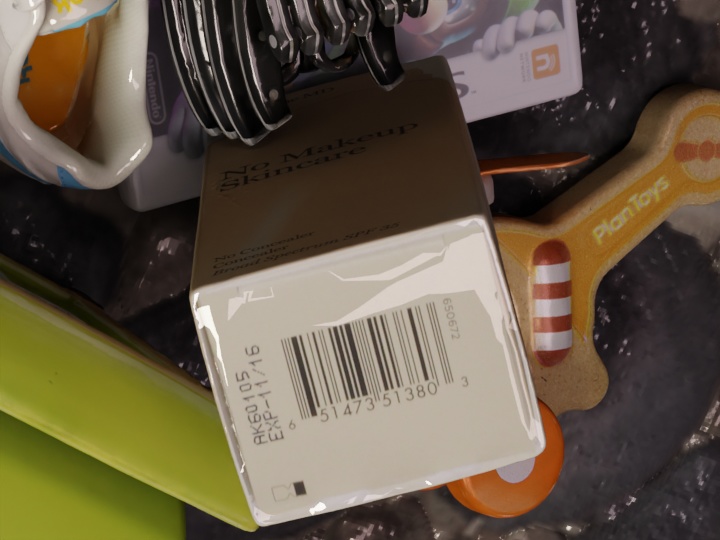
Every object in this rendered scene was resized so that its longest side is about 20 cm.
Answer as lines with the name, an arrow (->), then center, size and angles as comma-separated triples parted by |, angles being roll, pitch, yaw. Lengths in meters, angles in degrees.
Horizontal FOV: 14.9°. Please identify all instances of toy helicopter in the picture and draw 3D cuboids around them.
toy helicopter -> 0.066, -0.011, 1.032 | 0.200, 0.079, 0.133 | -38, 111, -19

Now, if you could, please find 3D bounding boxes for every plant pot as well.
plant pot -> -0.158, 0.077, 0.884 | 0.199, 0.199, 0.182 | 31, 89, -29

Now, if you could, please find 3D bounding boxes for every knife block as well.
knife block -> -0.049, -0.149, 0.892 | 0.064, 0.201, 0.176 | -21, 154, -28

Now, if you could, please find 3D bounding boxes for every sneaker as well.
sneaker -> -0.106, -0.120, 0.877 | 0.076, 0.081, 0.201 | -29, 129, -26

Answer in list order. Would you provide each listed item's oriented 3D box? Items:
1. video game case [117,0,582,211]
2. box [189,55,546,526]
video game case -> -0.013, -0.136, 0.964 | 0.181, 0.023, 0.201 | -16, 115, -19
box -> 0.000, 0.000, 0.882 | 0.094, 0.200, 0.078 | -15, 108, 2
